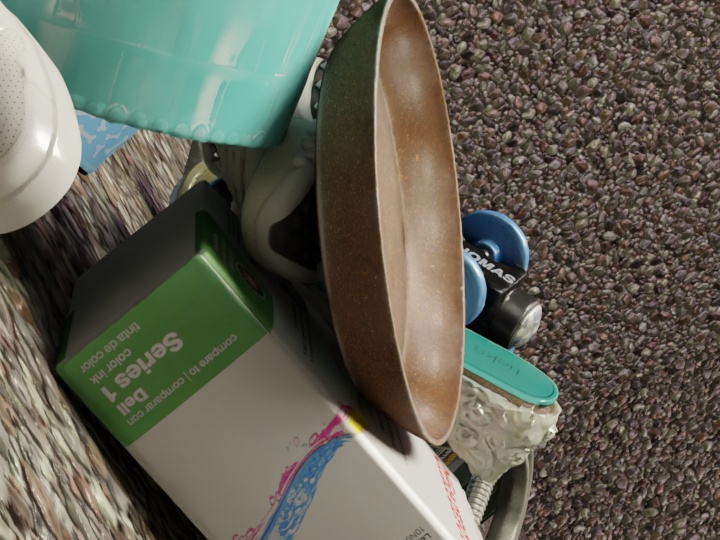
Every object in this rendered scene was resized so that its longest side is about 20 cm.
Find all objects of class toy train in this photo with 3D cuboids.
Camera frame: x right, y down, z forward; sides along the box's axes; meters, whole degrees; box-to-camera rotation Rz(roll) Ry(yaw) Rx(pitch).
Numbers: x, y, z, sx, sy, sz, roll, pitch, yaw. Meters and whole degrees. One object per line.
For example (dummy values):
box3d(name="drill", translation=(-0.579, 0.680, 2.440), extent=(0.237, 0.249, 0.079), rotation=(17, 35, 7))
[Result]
box3d(name="toy train", translation=(0.000, 0.000, 1.100), extent=(0.200, 0.115, 0.087), rotation=(32, 30, 15))

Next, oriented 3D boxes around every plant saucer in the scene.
box3d(name="plant saucer", translation=(0.013, -0.022, 0.912), extent=(0.200, 0.034, 0.201), rotation=(-5, 90, -77))

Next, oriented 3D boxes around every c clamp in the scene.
box3d(name="c clamp", translation=(0.059, 0.155, 1.110), extent=(0.171, 0.027, 0.200), rotation=(78, 30, -48))

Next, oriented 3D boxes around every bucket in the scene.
box3d(name="bucket", translation=(-0.098, -0.141, 0.866), extent=(0.206, 0.135, 0.207), rotation=(17, 10, -3))

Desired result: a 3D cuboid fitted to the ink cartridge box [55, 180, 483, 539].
box3d(name="ink cartridge box", translation=(-0.037, 0.072, 0.921), extent=(0.200, 0.084, 0.145), rotation=(50, 6, -14))

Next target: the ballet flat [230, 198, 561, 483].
box3d(name="ballet flat", translation=(0.005, 0.035, 1.016), extent=(0.200, 0.072, 0.072), rotation=(36, -1, 10))

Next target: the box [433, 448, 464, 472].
box3d(name="box", translation=(-0.011, 0.047, 1.229), extent=(0.048, 0.158, 0.200), rotation=(-4, 57, -41))

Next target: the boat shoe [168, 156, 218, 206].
box3d(name="boat shoe", translation=(-0.067, 0.036, 1.185), extent=(0.068, 0.075, 0.201), rotation=(163, -89, -70))

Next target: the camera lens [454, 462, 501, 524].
box3d(name="camera lens", translation=(0.025, 0.079, 1.397), extent=(0.160, 0.160, 0.200), rotation=(60, 4, -25))

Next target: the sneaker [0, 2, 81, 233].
box3d(name="sneaker", translation=(-0.175, -0.104, 0.715), extent=(0.200, 0.074, 0.116), rotation=(52, -1, 34))

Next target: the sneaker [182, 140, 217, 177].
box3d(name="sneaker", translation=(-0.021, -0.056, 1.338), extent=(0.075, 0.199, 0.116), rotation=(-124, -138, -62))

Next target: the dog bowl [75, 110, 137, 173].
box3d(name="dog bowl", translation=(-0.180, -0.154, 1.165), extent=(0.200, 0.049, 0.111), rotation=(62, 3, 4))

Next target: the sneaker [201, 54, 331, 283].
box3d(name="sneaker", translation=(-0.039, -0.052, 0.967), extent=(0.200, 0.081, 0.075), rotation=(-74, 169, -66))
